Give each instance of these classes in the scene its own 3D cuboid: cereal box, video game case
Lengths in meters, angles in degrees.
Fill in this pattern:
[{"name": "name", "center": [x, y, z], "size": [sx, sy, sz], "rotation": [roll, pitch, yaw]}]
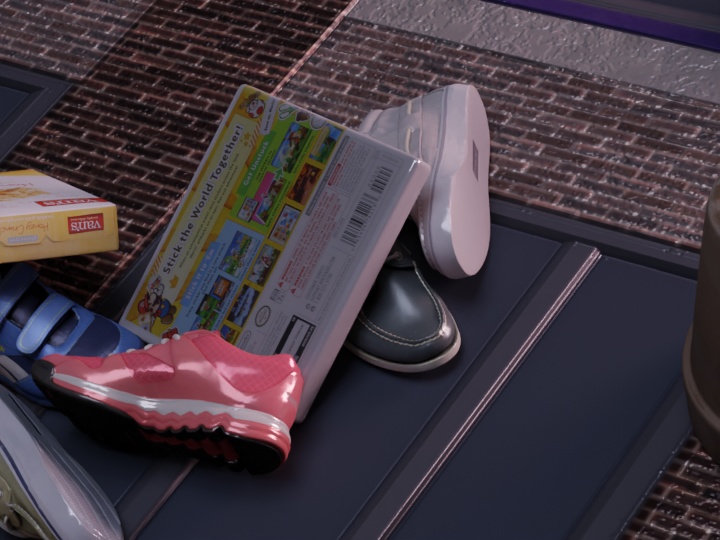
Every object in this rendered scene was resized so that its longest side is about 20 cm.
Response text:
[{"name": "cereal box", "center": [-0.275, -0.038, 1.867], "size": [0.144, 0.040, 0.200], "rotation": [-7, 11, -24]}, {"name": "video game case", "center": [-0.063, -0.015, 1.797], "size": [0.182, 0.023, 0.200], "rotation": [25, 88, 39]}]

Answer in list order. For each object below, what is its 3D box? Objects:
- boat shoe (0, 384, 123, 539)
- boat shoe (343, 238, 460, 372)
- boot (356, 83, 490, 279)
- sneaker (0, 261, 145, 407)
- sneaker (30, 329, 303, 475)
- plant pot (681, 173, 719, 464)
[{"name": "boat shoe", "center": [-0.224, 0.149, 1.735], "size": [0.062, 0.072, 0.200], "rotation": [-51, 41, 4]}, {"name": "boat shoe", "center": [0.000, 0.000, 1.790], "size": [0.073, 0.062, 0.200], "rotation": [-29, 44, -14]}, {"name": "boot", "center": [0.039, -0.056, 1.838], "size": [0.095, 0.074, 0.200], "rotation": [-14, 34, 16]}, {"name": "sneaker", "center": [-0.244, 0.038, 1.834], "size": [0.200, 0.082, 0.074], "rotation": [14, 51, 31]}, {"name": "sneaker", "center": [-0.128, 0.079, 1.747], "size": [0.200, 0.074, 0.087], "rotation": [12, 62, 21]}, {"name": "plant pot", "center": [0.286, 0.013, 1.584], "size": [0.200, 0.174, 0.200], "rotation": [-12, 42, 11]}]
